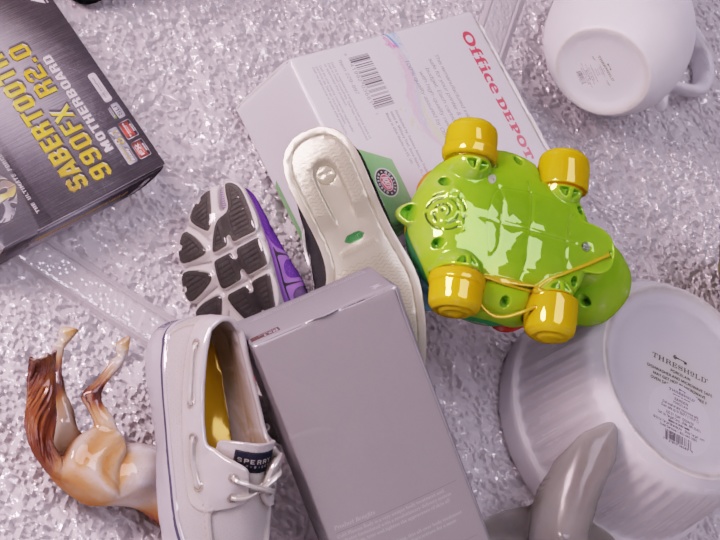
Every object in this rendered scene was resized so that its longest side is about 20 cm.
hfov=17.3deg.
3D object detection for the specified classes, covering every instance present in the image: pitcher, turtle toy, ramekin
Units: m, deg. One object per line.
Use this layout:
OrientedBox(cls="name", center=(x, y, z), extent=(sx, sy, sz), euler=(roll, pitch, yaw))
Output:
OrientedBox(cls="pitcher", center=(0.236, -0.192, 1.966), extent=(0.172, 0.121, 0.200), euler=(55, 34, -18))
OrientedBox(cls="turtle toy", center=(0.110, -0.013, 1.671), extent=(0.200, 0.101, 0.146), euler=(16, 68, -23))
OrientedBox(cls="ramekin", center=(0.214, 0.103, 1.776), extent=(0.200, 0.105, 0.200), euler=(18, 56, -28))

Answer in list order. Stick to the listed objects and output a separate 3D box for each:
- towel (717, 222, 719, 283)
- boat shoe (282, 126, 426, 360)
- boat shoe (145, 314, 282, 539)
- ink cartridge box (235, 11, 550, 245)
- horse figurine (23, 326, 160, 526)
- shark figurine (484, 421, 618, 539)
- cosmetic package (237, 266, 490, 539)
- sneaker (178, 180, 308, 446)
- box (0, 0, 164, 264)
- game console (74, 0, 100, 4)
OrientedBox(cls="towel", center=(0.319, 0.046, 1.870), extent=(0.036, 0.148, 0.200), euler=(-10, 61, 1))
OrientedBox(cls="boat shoe", center=(0.000, 0.000, 1.634), extent=(0.072, 0.068, 0.200), euler=(-17, 84, -1))
OrientedBox(cls="boat shoe", center=(-0.085, 0.125, 1.505), extent=(0.071, 0.070, 0.200), euler=(-1, 80, -44))
OrientedBox(cls="ink cartridge box", center=(0.029, -0.098, 1.767), extent=(0.200, 0.087, 0.145), euler=(-20, 79, -40))
OrientedBox(cls="horse figurine", center=(-0.146, 0.113, 1.532), extent=(0.200, 0.050, 0.133), euler=(20, 72, -36))
OrientedBox(cls="shark figurine", center=(0.159, 0.230, 1.665), extent=(0.128, 0.090, 0.215), euler=(-20, 96, -5))
OrientedBox(cls="cosmetic package", center=(0.002, 0.110, 1.561), extent=(0.107, 0.090, 0.200), euler=(-21, 101, -8))
OrientedBox(cls="sneaker", center=(-0.059, 0.032, 1.650), extent=(0.083, 0.081, 0.200), euler=(-23, 89, -56))
OrientedBox(cls="box", center=(-0.250, -0.115, 1.596), extent=(0.158, 0.048, 0.200), euler=(-31, 85, -43))
OrientedBox(cls="game console", center=(-0.189, -0.304, 1.772), extent=(0.176, 0.116, 0.200), euler=(-31, 84, -13))
